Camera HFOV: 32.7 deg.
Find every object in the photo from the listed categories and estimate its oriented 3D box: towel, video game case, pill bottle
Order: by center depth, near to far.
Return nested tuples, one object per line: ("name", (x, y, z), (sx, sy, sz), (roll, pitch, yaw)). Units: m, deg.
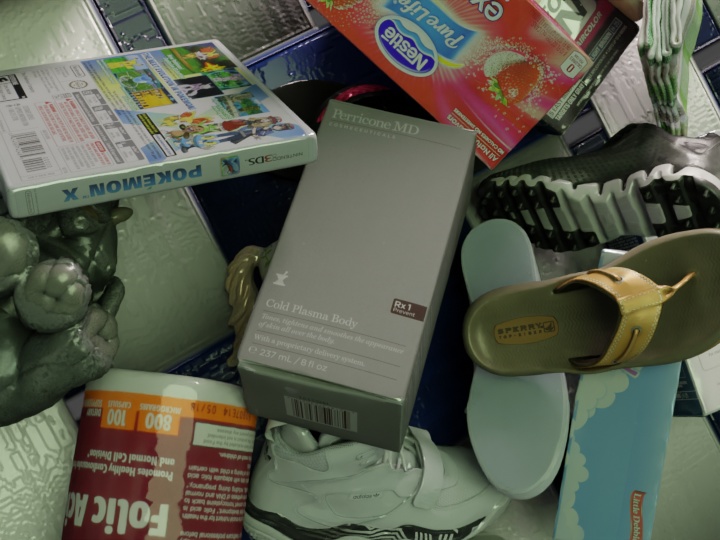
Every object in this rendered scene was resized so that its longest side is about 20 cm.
("video game case", (-0.146, -0.096, 0.772), (0.181, 0.200, 0.022), (-12, 120, -20))
("pill bottle", (-0.132, 0.169, 0.774), (0.113, 0.114, 0.202), (10, 79, -17))
("towel", (0.240, -0.192, 0.917), (0.030, 0.200, 0.151), (7, 80, 20))

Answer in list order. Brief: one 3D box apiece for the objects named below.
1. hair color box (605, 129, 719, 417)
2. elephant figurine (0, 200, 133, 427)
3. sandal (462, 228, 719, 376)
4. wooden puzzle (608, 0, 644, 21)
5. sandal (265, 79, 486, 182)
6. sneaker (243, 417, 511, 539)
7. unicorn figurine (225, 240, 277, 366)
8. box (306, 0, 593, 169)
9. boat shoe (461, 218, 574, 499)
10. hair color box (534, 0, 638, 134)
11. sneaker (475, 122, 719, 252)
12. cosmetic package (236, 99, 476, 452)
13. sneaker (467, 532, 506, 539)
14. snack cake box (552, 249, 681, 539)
("hair color box", (0.259, 0.003, 0.957), (0.099, 0.060, 0.202), (-19, 90, -19))
("elephant figurine", (-0.199, 0.006, 0.777), (0.154, 0.200, 0.142), (-17, 108, 8))
("sandal", (0.154, 0.027, 0.787), (0.199, 0.054, 0.081), (-14, 84, 22))
("wooden puzzle", (0.150, -0.287, 0.905), (0.185, 0.046, 0.200), (36, 33, -11))
("sandal", (0.012, -0.104, 0.895), (0.198, 0.045, 0.076), (-1, 84, -19))
("sneaker", (0.020, 0.128, 0.824), (0.198, 0.115, 0.075), (-1, 43, -16))
("unicorn figurine", (0.000, 0.000, 0.860), (0.198, 0.074, 0.139), (-7, 74, -14))
("box", (0.047, -0.175, 0.816), (0.200, 0.096, 0.100), (41, 106, -12))
("boat shoe", (0.111, 0.070, 0.883), (0.074, 0.086, 0.203), (-13, 63, 13))
("hair color box", (0.095, -0.199, 0.906), (0.199, 0.061, 0.100), (36, 92, -11))
("sneaker", (0.181, -0.064, 0.890), (0.091, 0.199, 0.067), (-54, 129, -37))
("cosmetic package", (0.002, 0.000, 0.773), (0.106, 0.090, 0.201), (11, 63, 7))
("sneaker", (0.029, 0.226, 0.838), (0.199, 0.085, 0.073), (-18, 90, -19))
("snack cake box", (0.188, 0.088, 0.865), (0.067, 0.115, 0.202), (10, 93, 16))
